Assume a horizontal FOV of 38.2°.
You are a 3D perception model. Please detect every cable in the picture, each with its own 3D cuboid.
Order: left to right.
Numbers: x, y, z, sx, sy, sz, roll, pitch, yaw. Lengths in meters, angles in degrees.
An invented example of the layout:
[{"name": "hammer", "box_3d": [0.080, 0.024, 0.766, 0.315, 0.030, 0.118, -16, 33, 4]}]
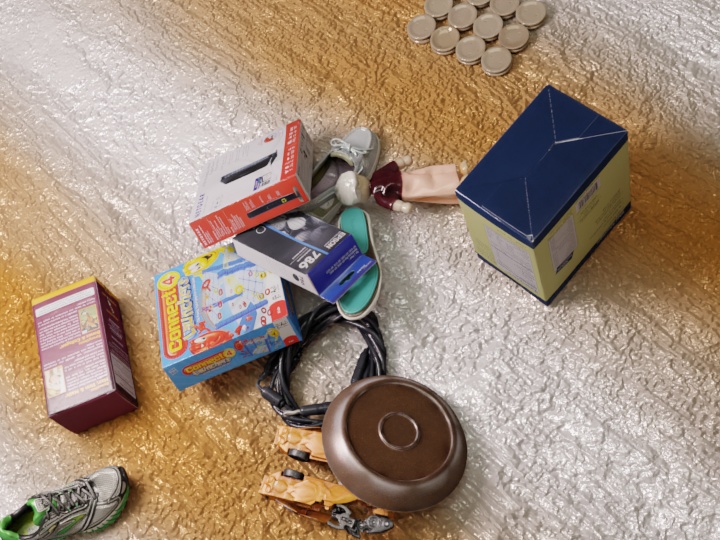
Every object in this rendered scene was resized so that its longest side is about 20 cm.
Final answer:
[{"name": "cable", "box_3d": [-0.043, 0.136, 1.471, 0.200, 0.051, 0.163, -45, 61, -9]}]

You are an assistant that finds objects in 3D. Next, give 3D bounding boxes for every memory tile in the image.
[{"name": "memory tile", "box_3d": [0.187, -0.401, 1.688, 0.199, 0.017, 0.154, 30, 76, 26]}]

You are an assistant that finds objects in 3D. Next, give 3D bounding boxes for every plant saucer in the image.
[{"name": "plant saucer", "box_3d": [0.048, 0.217, 1.365, 0.197, 0.032, 0.202, 7, 51, -8]}]

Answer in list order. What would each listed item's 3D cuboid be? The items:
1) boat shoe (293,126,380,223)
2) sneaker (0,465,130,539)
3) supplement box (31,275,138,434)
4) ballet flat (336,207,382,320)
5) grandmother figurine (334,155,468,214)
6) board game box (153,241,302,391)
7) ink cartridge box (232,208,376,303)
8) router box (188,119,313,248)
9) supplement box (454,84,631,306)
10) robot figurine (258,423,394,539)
[{"name": "boat shoe", "box_3d": [-0.038, -0.149, 1.595, 0.074, 0.065, 0.202, 28, 66, 26]}, {"name": "sneaker", "box_3d": [-0.414, 0.338, 1.461, 0.199, 0.085, 0.078, -32, 60, -2]}, {"name": "supplement box", "box_3d": [-0.414, 0.126, 1.563, 0.109, 0.086, 0.202, -21, 60, 5]}, {"name": "ballet flat", "box_3d": [0.000, 0.000, 1.508, 0.069, 0.070, 0.202, -11, 51, 10]}, {"name": "grandmother figurine", "box_3d": [0.060, -0.123, 1.540, 0.197, 0.061, 0.122, -2, 33, 2]}, {"name": "board game box", "box_3d": [-0.198, 0.052, 1.522, 0.194, 0.056, 0.201, -23, 43, 4]}, {"name": "ink cartridge box", "box_3d": [-0.082, -0.030, 1.485, 0.199, 0.039, 0.099, 25, 55, 34]}, {"name": "router box", "box_3d": [-0.161, -0.134, 1.573, 0.178, 0.049, 0.201, -23, 29, 12]}, {"name": "supplement box", "box_3d": [0.254, -0.098, 1.413, 0.134, 0.200, 0.200, 37, 79, 28]}, {"name": "robot figurine", "box_3d": [-0.028, 0.275, 1.388, 0.197, 0.058, 0.147, 11, 68, 14]}]
